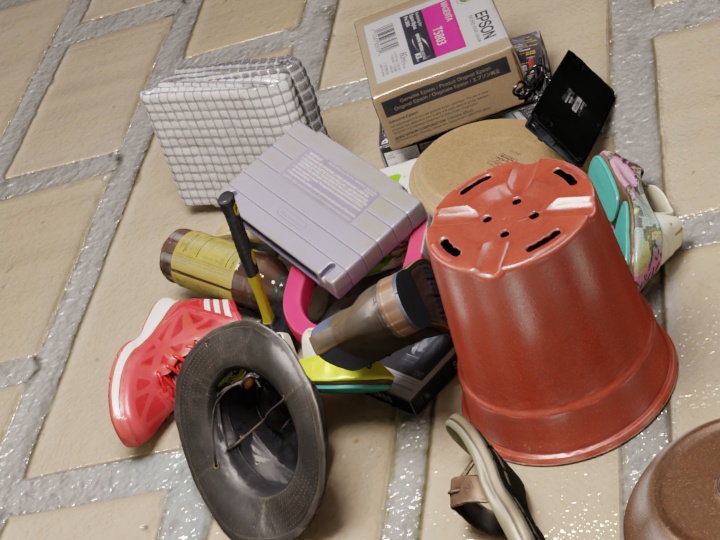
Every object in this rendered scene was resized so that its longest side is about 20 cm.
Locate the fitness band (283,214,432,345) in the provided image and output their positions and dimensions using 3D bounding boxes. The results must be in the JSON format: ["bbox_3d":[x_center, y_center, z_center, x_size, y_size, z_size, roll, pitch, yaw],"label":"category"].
[{"bbox_3d":[0.000,0.000,1.529,0.142,0.038,0.202,-4,47,24],"label":"fitness band"}]

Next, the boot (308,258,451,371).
[{"bbox_3d":[0.025,0.041,1.391,0.096,0.076,0.200,-25,-10,17],"label":"boot"}]

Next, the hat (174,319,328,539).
[{"bbox_3d":[-0.078,0.142,1.389,0.199,0.204,0.080,11,9,40],"label":"hat"}]

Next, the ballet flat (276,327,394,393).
[{"bbox_3d":[-0.057,0.089,1.451,0.198,0.066,0.068,-11,78,36],"label":"ballet flat"}]

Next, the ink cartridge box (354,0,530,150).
[{"bbox_3d":[0.087,-0.235,1.730,0.163,0.076,0.201,-21,33,6],"label":"ink cartridge box"}]

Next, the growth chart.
[{"bbox_3d":[0.009,-0.050,1.652,0.143,0.018,0.201,-20,33,26],"label":"growth chart"}]

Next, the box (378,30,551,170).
[{"bbox_3d":[0.119,-0.188,1.758,0.197,0.050,0.159,-15,35,13],"label":"box"}]

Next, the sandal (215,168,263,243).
[{"bbox_3d":[-0.112,-0.075,1.660,0.078,0.070,0.211,-45,16,-29],"label":"sandal"}]

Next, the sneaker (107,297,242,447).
[{"bbox_3d":[-0.172,0.089,1.543,0.114,0.079,0.201,-10,38,21],"label":"sneaker"}]

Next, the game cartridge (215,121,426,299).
[{"bbox_3d":[-0.040,-0.064,1.553,0.129,0.039,0.199,-39,49,-17],"label":"game cartridge"}]

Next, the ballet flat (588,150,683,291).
[{"bbox_3d":[0.267,-0.048,1.482,0.070,0.070,0.201,4,36,-6],"label":"ballet flat"}]

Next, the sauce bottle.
[{"bbox_3d":[-0.121,0.008,1.627,0.198,0.065,0.065,20,52,33],"label":"sauce bottle"}]

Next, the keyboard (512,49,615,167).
[{"bbox_3d":[0.206,-0.172,1.633,0.040,0.104,0.200,-43,6,32],"label":"keyboard"}]

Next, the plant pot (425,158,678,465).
[{"bbox_3d":[0.153,0.025,1.327,0.198,0.197,0.202,-15,36,11],"label":"plant pot"}]

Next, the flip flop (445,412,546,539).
[{"bbox_3d":[0.103,0.190,1.257,0.057,0.081,0.201,-35,39,8],"label":"flip flop"}]

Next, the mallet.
[{"bbox_3d":[-0.100,0.002,1.509,0.041,0.202,0.066,-1,33,19],"label":"mallet"}]

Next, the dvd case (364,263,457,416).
[{"bbox_3d":[0.063,0.047,1.504,0.149,0.025,0.200,18,53,44],"label":"dvd case"}]

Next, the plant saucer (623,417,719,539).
[{"bbox_3d":[0.294,0.174,1.189,0.198,0.037,0.202,-16,36,12],"label":"plant saucer"}]

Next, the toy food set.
[{"bbox_3d":[0.149,-0.093,1.599,0.198,0.049,0.198,14,41,27],"label":"toy food set"}]

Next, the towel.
[{"bbox_3d":[-0.131,-0.155,1.764,0.198,0.167,0.086,0,37,29],"label":"towel"}]
